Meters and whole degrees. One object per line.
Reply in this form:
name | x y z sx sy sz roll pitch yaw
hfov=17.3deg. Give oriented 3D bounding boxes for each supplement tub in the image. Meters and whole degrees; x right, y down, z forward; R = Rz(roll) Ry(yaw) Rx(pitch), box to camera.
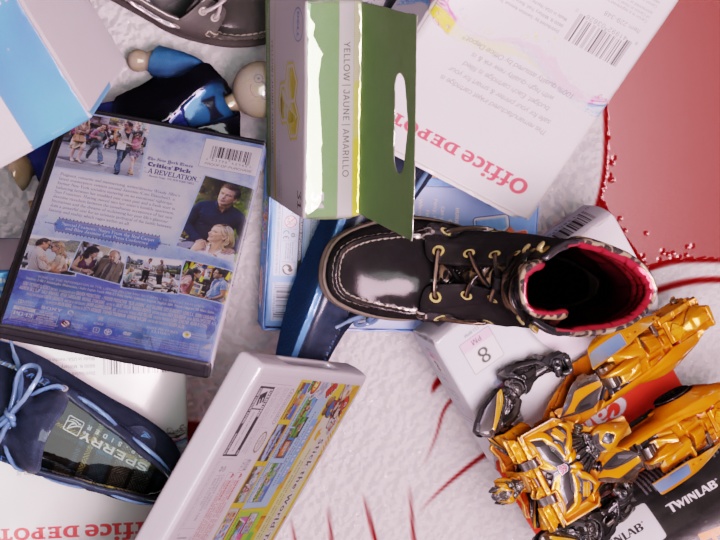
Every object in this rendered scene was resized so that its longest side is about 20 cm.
supplement tub | 0.251 0.191 1.732 0.199 0.123 0.123 -30 103 -4

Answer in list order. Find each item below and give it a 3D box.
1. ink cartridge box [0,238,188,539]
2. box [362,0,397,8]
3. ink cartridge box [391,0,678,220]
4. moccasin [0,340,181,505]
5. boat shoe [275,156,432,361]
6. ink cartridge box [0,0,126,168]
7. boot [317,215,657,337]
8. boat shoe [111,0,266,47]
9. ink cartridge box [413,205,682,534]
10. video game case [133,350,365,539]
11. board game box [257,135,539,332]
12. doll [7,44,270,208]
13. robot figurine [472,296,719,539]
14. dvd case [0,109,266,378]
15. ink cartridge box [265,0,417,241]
ink cartridge box | -0.196 0.086 1.620 0.146 0.145 0.201 -1 99 -10
box | 0.057 -0.203 1.643 0.199 0.042 0.119 28 117 -19
ink cartridge box | 0.101 -0.158 1.596 0.147 0.086 0.200 27 112 -20
moccasin | -0.200 0.093 1.511 0.199 0.068 0.081 19 96 -12
boat shoe | 0.000 0.000 1.639 0.068 0.084 0.201 21 98 -16
ink cartridge box | -0.283 -0.132 1.544 0.199 0.147 0.147 -28 105 12
boot | 0.086 0.006 1.562 0.199 0.150 0.074 8 90 -20
boat shoe | -0.139 -0.203 1.630 0.199 0.057 0.067 22 95 -13
ink cartridge box | 0.153 0.078 1.708 0.162 0.057 0.201 -36 109 -11
video game case | -0.084 0.146 1.558 0.023 0.182 0.201 32 97 21
board game box | 0.029 -0.032 1.699 0.199 0.037 0.152 2 99 -10
doll | -0.141 -0.088 1.644 0.199 0.048 0.137 -26 83 -3
robot figurine | 0.175 0.108 1.660 0.199 0.058 0.146 -32 98 -20
dvd case | -0.148 -0.023 1.548 0.142 0.201 0.018 10 140 2
ink cartridge box | -0.016 -0.104 1.537 0.048 0.200 0.147 -3 102 -16
